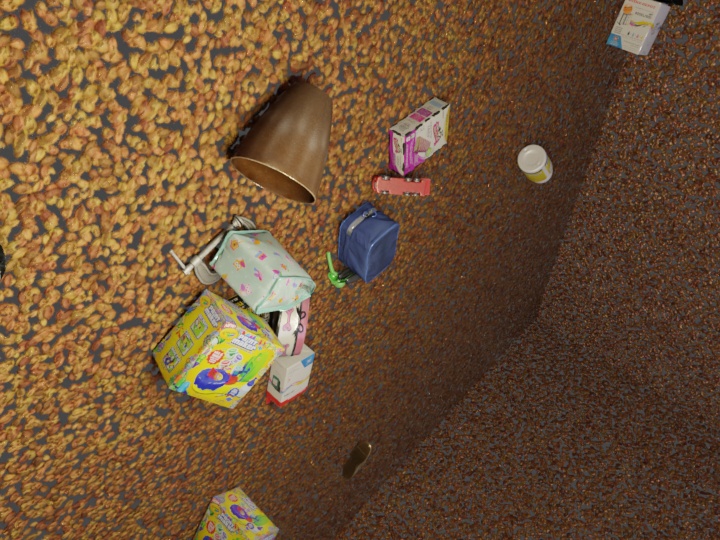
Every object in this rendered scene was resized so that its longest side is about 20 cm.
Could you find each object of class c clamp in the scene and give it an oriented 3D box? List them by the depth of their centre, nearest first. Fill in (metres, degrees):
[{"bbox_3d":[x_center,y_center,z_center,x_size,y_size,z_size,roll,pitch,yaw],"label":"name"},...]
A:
[{"bbox_3d":[-0.303,-0.049,1.313,0.200,0.027,0.172,-45,151,-23],"label":"c clamp"}]

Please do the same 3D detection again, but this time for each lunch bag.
[{"bbox_3d":[-0.202,0.000,1.338,0.122,0.170,0.200,-53,162,17],"label":"lunch bag"},{"bbox_3d":[0.013,-0.085,1.671,0.136,0.132,0.201,-39,153,-32],"label":"lunch bag"}]

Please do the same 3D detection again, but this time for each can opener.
[{"bbox_3d":[0.000,0.000,1.783,0.200,0.063,0.079,-34,137,-61],"label":"can opener"}]

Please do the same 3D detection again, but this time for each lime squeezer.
[{"bbox_3d":[-0.062,0.010,1.755,0.071,0.038,0.200,-55,152,-2],"label":"lime squeezer"}]

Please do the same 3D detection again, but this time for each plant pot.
[{"bbox_3d":[-0.136,-0.267,1.219,0.202,0.185,0.187,-67,154,-9],"label":"plant pot"}]

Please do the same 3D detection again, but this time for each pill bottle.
[{"bbox_3d":[0.710,-0.424,2.455,0.115,0.114,0.200,-59,152,7],"label":"pill bottle"}]

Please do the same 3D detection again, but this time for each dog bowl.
[{"bbox_3d":[-0.176,0.124,1.524,0.073,0.201,0.202,8,123,-10],"label":"dog bowl"}]

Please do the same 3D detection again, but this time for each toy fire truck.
[{"bbox_3d":[0.118,-0.239,1.711,0.198,0.141,0.049,1,100,-16],"label":"toy fire truck"}]

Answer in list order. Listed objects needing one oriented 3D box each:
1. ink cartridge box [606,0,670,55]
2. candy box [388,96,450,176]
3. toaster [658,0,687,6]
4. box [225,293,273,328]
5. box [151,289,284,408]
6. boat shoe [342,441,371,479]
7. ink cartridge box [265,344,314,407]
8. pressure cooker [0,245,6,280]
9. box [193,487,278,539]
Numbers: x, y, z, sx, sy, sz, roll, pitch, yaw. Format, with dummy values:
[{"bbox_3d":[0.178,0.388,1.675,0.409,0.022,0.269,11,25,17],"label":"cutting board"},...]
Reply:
[{"bbox_3d":[1.133,-1.003,2.483,0.144,0.147,0.202,-20,136,-48],"label":"ink cartridge box"},{"bbox_3d":[0.163,-0.371,1.686,0.200,0.061,0.137,-41,148,-28],"label":"candy box"},{"bbox_3d":[1.223,-1.166,2.430,0.119,0.199,0.181,-58,145,-1],"label":"toaster"},{"bbox_3d":[-0.291,0.145,1.516,0.159,0.049,0.202,-31,142,-43],"label":"box"},{"bbox_3d":[-0.316,0.180,1.364,0.193,0.122,0.200,-49,140,5],"label":"box"},{"bbox_3d":[-0.010,0.828,2.682,0.201,0.071,0.064,-56,160,16],"label":"boat shoe"},{"bbox_3d":[-0.212,0.322,1.811,0.116,0.067,0.202,-26,140,-44],"label":"ink cartridge box"},{"bbox_3d":[-0.573,0.016,0.779,0.200,0.174,0.181,31,59,-65],"label":"pressure cooker"},{"bbox_3d":[-0.394,0.831,1.901,0.122,0.199,0.194,4,115,-58],"label":"box"}]
